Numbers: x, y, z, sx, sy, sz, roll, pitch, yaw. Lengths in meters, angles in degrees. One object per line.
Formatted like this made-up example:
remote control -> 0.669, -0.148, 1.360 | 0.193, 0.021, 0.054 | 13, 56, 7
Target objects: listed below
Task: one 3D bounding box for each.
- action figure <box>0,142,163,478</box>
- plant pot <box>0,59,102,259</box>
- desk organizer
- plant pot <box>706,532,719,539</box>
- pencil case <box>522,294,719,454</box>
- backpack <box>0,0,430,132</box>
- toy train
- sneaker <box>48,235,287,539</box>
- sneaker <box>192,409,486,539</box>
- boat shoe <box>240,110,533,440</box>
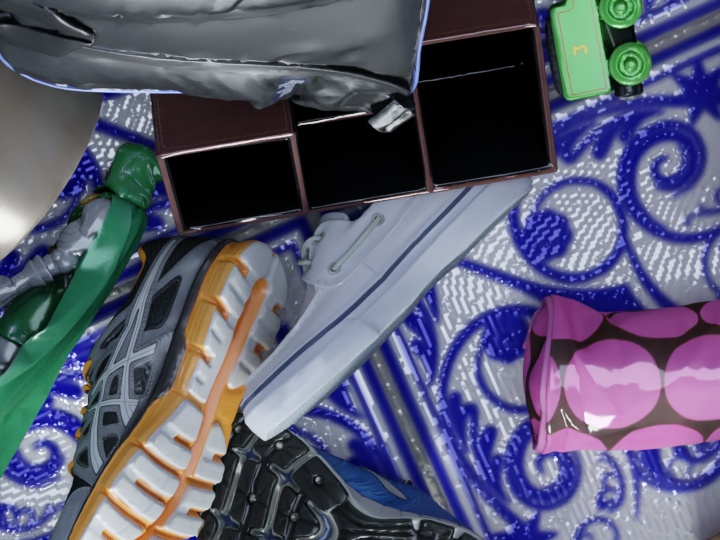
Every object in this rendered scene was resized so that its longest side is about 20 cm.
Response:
action figure -> -0.161, 0.022, 1.094 | 0.055, 0.118, 0.200 | 34, 85, 4
plant pot -> -0.226, -0.091, 1.032 | 0.173, 0.200, 0.200 | 36, 94, -25
desk organizer -> -0.004, -0.082, 1.076 | 0.199, 0.072, 0.077 | -10, 54, 0
plant pot -> 0.270, 0.177, 1.112 | 0.184, 0.200, 0.201 | -22, 99, 11
pencil case -> 0.182, 0.044, 1.126 | 0.199, 0.094, 0.091 | -4, 143, -5
backpack -> -0.070, -0.160, 0.962 | 0.199, 0.183, 0.148 | -2, 64, -6
toy train -> 0.109, -0.184, 1.111 | 0.056, 0.042, 0.201 | -10, 99, 7
sneaker -> -0.109, 0.071, 1.093 | 0.077, 0.078, 0.201 | 17, 72, 31
sneaker -> -0.010, 0.137, 1.125 | 0.199, 0.089, 0.079 | 28, 89, 12
boat shoe -> 0.000, 0.000, 1.105 | 0.067, 0.074, 0.200 | 44, 68, 6
